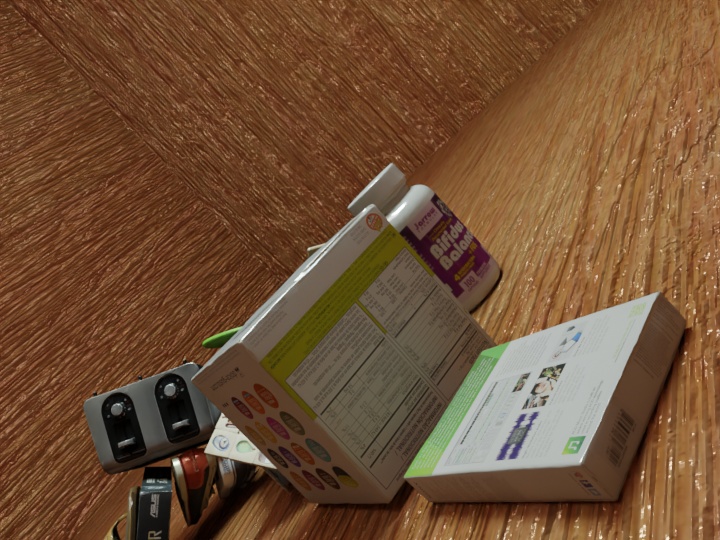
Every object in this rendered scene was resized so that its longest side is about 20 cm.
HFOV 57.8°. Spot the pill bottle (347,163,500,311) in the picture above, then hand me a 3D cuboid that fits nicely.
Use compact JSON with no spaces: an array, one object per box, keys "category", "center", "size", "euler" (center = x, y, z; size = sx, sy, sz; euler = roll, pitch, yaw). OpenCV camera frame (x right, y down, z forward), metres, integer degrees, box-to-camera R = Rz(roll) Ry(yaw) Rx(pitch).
[{"category":"pill bottle","center":[0.079,-0.037,0.848],"size":[0.112,0.200,0.112],"euler":[-43,7,7]}]

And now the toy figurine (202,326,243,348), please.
[{"category":"toy figurine","center":[-0.158,0.191,1.140],"size":[0.197,0.187,0.150],"euler":[-15,-11,-9]}]

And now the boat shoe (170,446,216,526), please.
[{"category":"boat shoe","center":[-0.254,0.334,1.011],"size":[0.062,0.072,0.202],"euler":[-18,-36,-26]}]

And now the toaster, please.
[{"category":"toaster","center":[-0.304,0.227,1.018],"size":[0.178,0.121,0.200],"euler":[-18,-12,-4]}]

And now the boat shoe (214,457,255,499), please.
[{"category":"boat shoe","center":[-0.201,0.317,1.048],"size":[0.067,0.073,0.200],"euler":[-12,-22,-21]}]

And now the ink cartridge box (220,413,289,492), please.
[{"category":"ink cartridge box","center":[-0.130,0.227,0.912],"size":[0.068,0.116,0.200],"euler":[-47,7,-13]}]

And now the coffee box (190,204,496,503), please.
[{"category":"coffee box","center":[-0.021,0.097,0.680],"size":[0.200,0.198,0.199],"euler":[-47,6,-31]}]

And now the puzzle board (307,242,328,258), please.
[{"category":"puzzle board","center":[0.006,-0.019,1.197],"size":[0.197,0.018,0.152],"euler":[-16,-38,-8]}]

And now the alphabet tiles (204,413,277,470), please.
[{"category":"alphabet tiles","center":[-0.084,0.159,0.828],"size":[0.008,0.164,0.202],"euler":[79,-156,-45]}]

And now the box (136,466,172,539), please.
[{"category":"box","center":[-0.301,0.384,0.948],"size":[0.200,0.043,0.163],"euler":[160,113,-73]}]

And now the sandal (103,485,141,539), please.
[{"category":"sandal","center":[-0.378,0.443,1.021],"size":[0.080,0.053,0.204],"euler":[130,148,-73]}]

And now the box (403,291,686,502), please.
[{"category":"box","center":[0.126,0.101,0.478],"size":[0.145,0.036,0.199],"euler":[-50,9,-31]}]
